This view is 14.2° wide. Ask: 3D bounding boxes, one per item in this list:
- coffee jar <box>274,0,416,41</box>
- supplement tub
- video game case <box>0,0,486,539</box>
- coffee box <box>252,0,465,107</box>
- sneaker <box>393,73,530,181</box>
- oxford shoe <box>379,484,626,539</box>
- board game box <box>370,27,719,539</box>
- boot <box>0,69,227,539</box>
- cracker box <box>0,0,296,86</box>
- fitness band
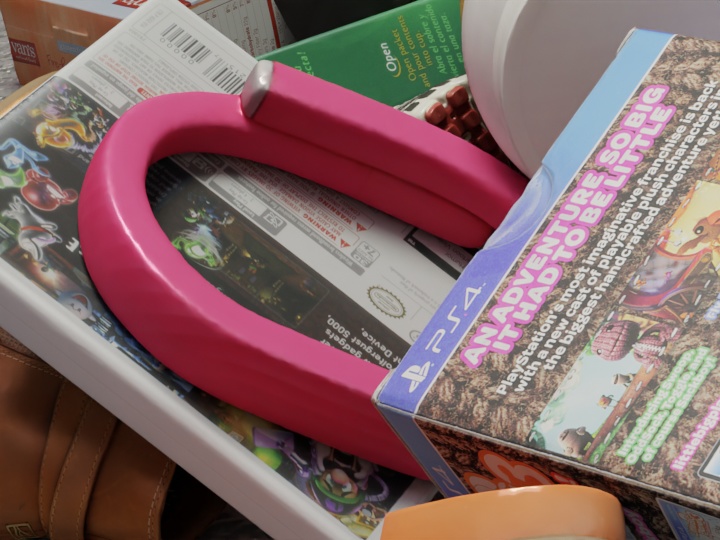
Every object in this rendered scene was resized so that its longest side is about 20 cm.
[{"bbox_3d":[0.058,-0.162,1.365,0.199,0.086,0.104,-23,-17,-28],"label":"coffee jar"},{"bbox_3d":[0.107,-0.104,1.067,0.144,0.145,0.200,-9,24,5],"label":"supplement tub"},{"bbox_3d":[-0.039,0.001,1.014,0.200,0.023,0.182,38,39,5],"label":"video game case"},{"bbox_3d":[0.018,-0.085,1.243,0.199,0.044,0.123,-21,-2,-23],"label":"coffee box"},{"bbox_3d":[-0.004,-0.029,1.145,0.200,0.078,0.082,-28,28,-32],"label":"sneaker"},{"bbox_3d":[-0.014,0.119,0.836,0.199,0.073,0.071,-19,-24,29],"label":"oxford shoe"},{"bbox_3d":[0.135,0.028,0.867,0.200,0.097,0.160,15,61,44],"label":"board game box"},{"bbox_3d":[-0.093,0.015,1.045,0.155,0.077,0.200,8,49,29],"label":"boot"},{"bbox_3d":[-0.061,-0.140,1.436,0.200,0.058,0.134,-26,27,-31],"label":"cracker box"},{"bbox_3d":[0.000,0.000,0.995,0.199,0.037,0.144,22,40,-13],"label":"fitness band"}]
